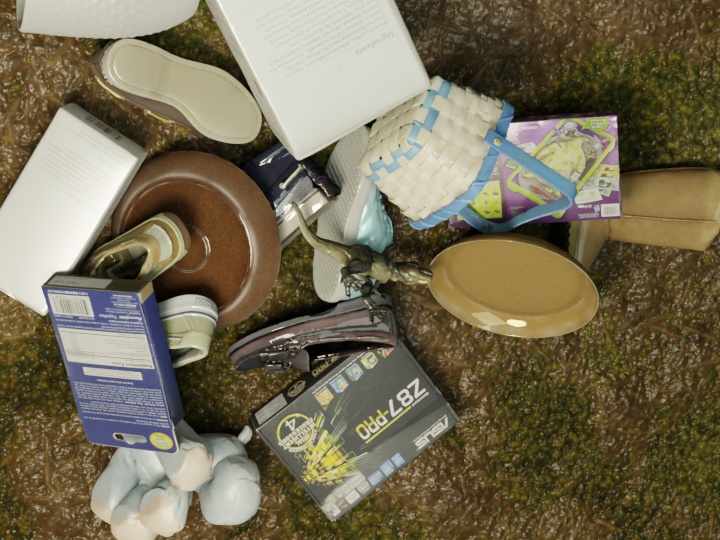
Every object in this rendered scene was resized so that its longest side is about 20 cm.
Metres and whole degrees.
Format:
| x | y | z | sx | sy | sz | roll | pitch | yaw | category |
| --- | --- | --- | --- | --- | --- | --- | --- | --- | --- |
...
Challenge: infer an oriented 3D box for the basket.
| x | y | z | sx | sy | sz | roll | pitch | yaw | category |
| --- | --- | --- | --- | --- | --- | --- | --- | --- | --- |
| 0.115 | -0.110 | 1.589 | 0.199 | 0.176 | 0.140 | 37 | 63 | -17 | basket |

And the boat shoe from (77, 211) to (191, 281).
| x | y | z | sx | sy | sz | roll | pitch | yaw | category |
| --- | --- | --- | --- | --- | --- | --- | --- | --- | --- |
| -0.263 | 0.004 | 1.570 | 0.072 | 0.076 | 0.200 | 51 | 131 | 1 | boat shoe |

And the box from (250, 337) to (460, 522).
| x | y | z | sx | sy | sz | roll | pitch | yaw | category |
| --- | --- | --- | --- | --- | --- | --- | --- | --- | --- |
| -0.006 | 0.175 | 1.751 | 0.199 | 0.049 | 0.162 | -37 | 115 | -1 | box |

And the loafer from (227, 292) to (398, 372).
| x | y | z | sx | sy | sz | roll | pitch | yaw | category |
| --- | --- | --- | --- | --- | --- | --- | --- | --- | --- |
| -0.052 | 0.084 | 1.681 | 0.198 | 0.072 | 0.064 | -19 | 73 | 2 | loafer |

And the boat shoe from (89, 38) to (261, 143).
| x | y | z | sx | sy | sz | roll | pitch | yaw | category |
| --- | --- | --- | --- | --- | --- | --- | --- | --- | --- |
| -0.195 | -0.190 | 1.579 | 0.199 | 0.059 | 0.073 | 21 | 82 | -36 | boat shoe |

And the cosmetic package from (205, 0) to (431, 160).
| x | y | z | sx | sy | sz | roll | pitch | yaw | category |
| --- | --- | --- | --- | --- | --- | --- | --- | --- | --- |
| -0.052 | -0.253 | 1.541 | 0.164 | 0.165 | 0.201 | -28 | 110 | -3 | cosmetic package |

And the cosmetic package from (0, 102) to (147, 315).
| x | y | z | sx | sy | sz | roll | pitch | yaw | category |
| --- | --- | --- | --- | --- | --- | --- | --- | --- | --- |
| -0.320 | -0.065 | 1.574 | 0.101 | 0.074 | 0.201 | 33 | 99 | -4 | cosmetic package |

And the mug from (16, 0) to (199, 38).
| x | y | z | sx | sy | sz | roll | pitch | yaw | category |
| --- | --- | --- | --- | --- | --- | --- | --- | --- | --- |
| -0.251 | -0.332 | 1.491 | 0.173 | 0.148 | 0.202 | 2 | 76 | -18 | mug |

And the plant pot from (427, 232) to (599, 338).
| x | y | z | sx | sy | sz | roll | pitch | yaw | category |
| --- | --- | --- | --- | --- | --- | --- | --- | --- | --- |
| 0.175 | 0.013 | 1.695 | 0.199 | 0.200 | 0.028 | 29 | 56 | -20 | plant pot |

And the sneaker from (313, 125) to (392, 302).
| x | y | z | sx | sy | sz | roll | pitch | yaw | category |
| --- | --- | --- | --- | --- | --- | --- | --- | --- | --- |
| 0.001 | -0.064 | 1.675 | 0.081 | 0.074 | 0.202 | 1 | 107 | -40 | sneaker |

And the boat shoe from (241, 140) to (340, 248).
| x | y | z | sx | sy | sz | roll | pitch | yaw | category |
| --- | --- | --- | --- | --- | --- | --- | --- | --- | --- |
| -0.121 | -0.059 | 1.646 | 0.200 | 0.075 | 0.093 | -39 | 85 | 10 | boat shoe |

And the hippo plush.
| x | y | z | sx | sy | sz | roll | pitch | yaw | category |
| --- | --- | --- | --- | --- | --- | --- | --- | --- | --- |
| -0.203 | 0.235 | 1.680 | 0.160 | 0.200 | 0.160 | 27 | 105 | -44 | hippo plush |

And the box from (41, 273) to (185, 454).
| x | y | z | sx | sy | sz | roll | pitch | yaw | category |
| --- | --- | --- | --- | --- | --- | --- | --- | --- | --- |
| -0.255 | 0.099 | 1.558 | 0.120 | 0.032 | 0.202 | 4 | 121 | 23 | box |

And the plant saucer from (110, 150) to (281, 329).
| x | y | z | sx | sy | sz | roll | pitch | yaw | category |
| --- | --- | --- | --- | --- | --- | --- | --- | --- | --- |
| -0.184 | -0.027 | 1.604 | 0.198 | 0.034 | 0.203 | 5 | 107 | 15 | plant saucer |

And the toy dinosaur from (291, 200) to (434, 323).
| x | y | z | sx | sy | sz | roll | pitch | yaw | category |
| --- | --- | --- | --- | --- | --- | --- | --- | --- | --- |
| 0.000 | 0.000 | 1.609 | 0.199 | 0.089 | 0.047 | 26 | 131 | -36 | toy dinosaur |

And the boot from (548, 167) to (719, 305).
| x | y | z | sx | sy | sz | roll | pitch | yaw | category |
| --- | --- | --- | --- | --- | --- | --- | --- | --- | --- |
| 0.327 | -0.038 | 1.757 | 0.198 | 0.066 | 0.177 | 3 | 107 | -16 | boot |

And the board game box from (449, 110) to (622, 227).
| x | y | z | sx | sy | sz | roll | pitch | yaw | category |
| --- | --- | --- | --- | --- | --- | --- | --- | --- | --- |
| 0.194 | -0.114 | 1.681 | 0.198 | 0.032 | 0.121 | -2 | 112 | 11 | board game box |

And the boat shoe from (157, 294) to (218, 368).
| x | y | z | sx | sy | sz | roll | pitch | yaw | category |
| --- | --- | --- | --- | --- | --- | --- | --- | --- | --- |
| -0.234 | 0.083 | 1.604 | 0.199 | 0.063 | 0.072 | -25 | 137 | 39 | boat shoe |
